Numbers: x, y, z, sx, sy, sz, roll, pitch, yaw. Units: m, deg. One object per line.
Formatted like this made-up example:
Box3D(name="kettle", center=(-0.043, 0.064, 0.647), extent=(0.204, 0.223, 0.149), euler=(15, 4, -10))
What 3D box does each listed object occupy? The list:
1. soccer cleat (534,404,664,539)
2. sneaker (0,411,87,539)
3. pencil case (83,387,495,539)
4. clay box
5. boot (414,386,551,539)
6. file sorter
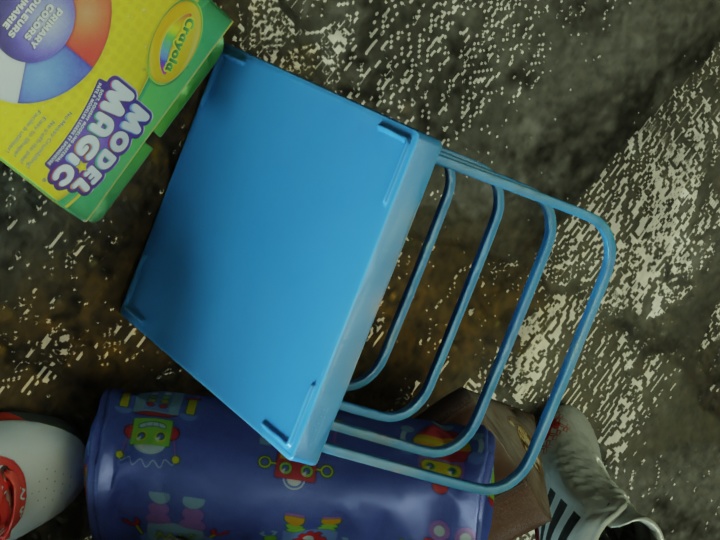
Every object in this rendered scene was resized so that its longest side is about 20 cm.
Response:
Box3D(name="soccer cleat", center=(0.126, 0.140, 1.063), extent=(0.085, 0.201, 0.069), euler=(-28, 115, 27))
Box3D(name="sneaker", center=(-0.191, 0.117, 0.860), extent=(0.200, 0.108, 0.068), euler=(-4, 110, -36))
Box3D(name="pencil case", center=(-0.032, 0.105, 0.934), extent=(0.198, 0.079, 0.087), euler=(7, 143, 0))
Box3D(name="clay box", center=(-0.142, -0.109, 0.845), extent=(0.200, 0.048, 0.115), euler=(39, 84, -38))
Box3D(name="boot", center=(0.030, 0.166, 1.030), extent=(0.199, 0.064, 0.187), euler=(-33, 125, 4))
Box3D(name="file sorter", center=(0.000, 0.000, 0.886), extent=(0.122, 0.200, 0.140), euler=(19, 96, -31))
